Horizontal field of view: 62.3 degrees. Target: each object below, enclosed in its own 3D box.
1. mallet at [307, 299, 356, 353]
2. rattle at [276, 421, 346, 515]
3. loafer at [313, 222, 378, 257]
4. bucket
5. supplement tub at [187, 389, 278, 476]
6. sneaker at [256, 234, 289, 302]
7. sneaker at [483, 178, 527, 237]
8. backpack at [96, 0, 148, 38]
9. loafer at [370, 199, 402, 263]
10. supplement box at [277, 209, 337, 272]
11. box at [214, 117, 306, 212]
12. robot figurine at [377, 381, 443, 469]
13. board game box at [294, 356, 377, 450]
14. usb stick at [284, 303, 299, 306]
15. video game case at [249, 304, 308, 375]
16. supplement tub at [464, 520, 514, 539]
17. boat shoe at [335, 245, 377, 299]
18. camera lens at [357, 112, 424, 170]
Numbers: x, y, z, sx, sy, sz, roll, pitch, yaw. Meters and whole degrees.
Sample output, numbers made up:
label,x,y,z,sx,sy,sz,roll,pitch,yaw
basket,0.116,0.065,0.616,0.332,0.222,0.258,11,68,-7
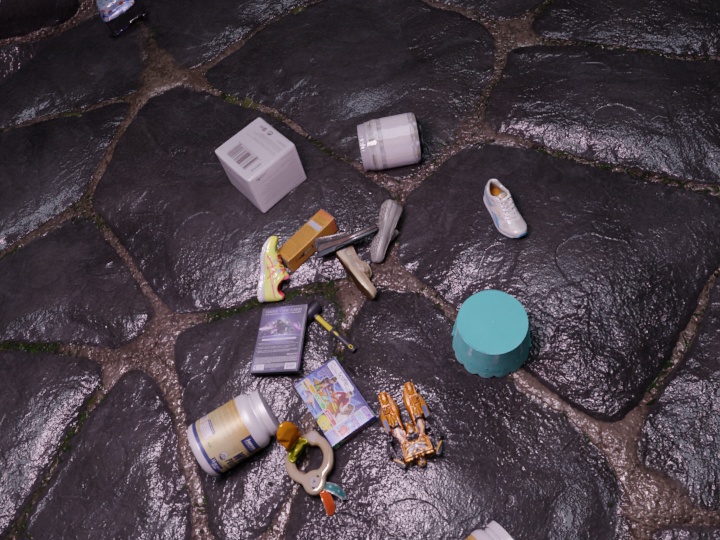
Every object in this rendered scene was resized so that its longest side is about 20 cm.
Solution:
label,x,y,z,sx,sy,sz,roll,pitch,yaw
mallet,-0.093,0.168,1.664,0.066,0.041,0.200,-38,63,-12
rattle,-0.114,0.468,1.424,0.129,0.144,0.201,-13,49,-17
loafer,-0.046,-0.103,1.758,0.198,0.072,0.063,-24,88,8
bucket,0.335,0.158,1.523,0.204,0.135,0.209,-4,58,7
supplement tub,-0.315,0.404,1.495,0.199,0.145,0.145,-30,58,-8
sneaker,-0.248,-0.004,1.750,0.089,0.078,0.203,6,96,7
sneaker,0.421,-0.180,1.748,0.076,0.081,0.201,-24,58,-7
backpack,-1.062,-1.146,2.609,0.199,0.155,0.191,-35,48,-7
loafer,0.082,-0.113,1.781,0.069,0.070,0.202,22,75,-22
supplement box,-0.162,-0.092,1.818,0.069,0.067,0.200,34,70,27
box,-0.321,-0.343,1.942,0.200,0.172,0.199,-41,60,-15
robot figurine,0.118,0.385,1.471,0.144,0.058,0.201,-21,56,-1
board game box,-0.067,0.342,1.548,0.135,0.035,0.200,-33,59,-9
usb stick,-0.217,0.184,1.678,0.055,0.033,0.202,7,61,17
video game case,-0.222,0.189,1.645,0.141,0.019,0.202,-6,55,18
supplement tub,0.246,0.639,1.237,0.199,0.145,0.145,-38,59,-13
boat shoe,0.000,0.000,1.728,0.065,0.072,0.200,-30,51,-10
camera lens,0.099,-0.410,1.907,0.197,0.161,0.161,-9,57,5
